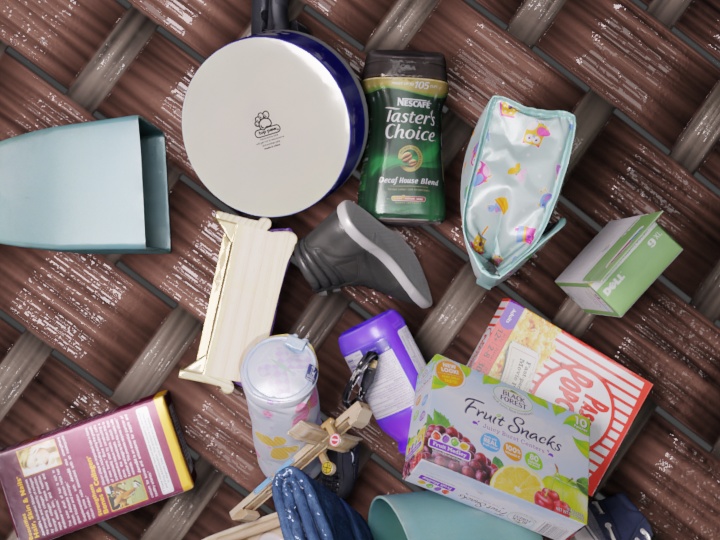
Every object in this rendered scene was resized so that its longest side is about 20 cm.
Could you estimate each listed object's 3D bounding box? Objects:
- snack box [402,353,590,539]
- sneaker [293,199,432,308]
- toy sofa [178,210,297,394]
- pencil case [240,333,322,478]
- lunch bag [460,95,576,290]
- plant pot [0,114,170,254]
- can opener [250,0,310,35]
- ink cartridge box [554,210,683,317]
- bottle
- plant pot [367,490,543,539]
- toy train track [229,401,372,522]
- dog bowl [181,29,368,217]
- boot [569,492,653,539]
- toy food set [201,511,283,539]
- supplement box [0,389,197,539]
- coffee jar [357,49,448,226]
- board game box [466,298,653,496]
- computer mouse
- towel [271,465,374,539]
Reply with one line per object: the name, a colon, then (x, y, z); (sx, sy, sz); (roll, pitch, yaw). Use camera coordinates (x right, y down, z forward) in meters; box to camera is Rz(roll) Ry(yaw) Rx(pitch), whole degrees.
snack box: (0.152, 0.193, 1.302); (0.199, 0.053, 0.143); (23, 45, -12)
sneaker: (0.000, 0.000, 1.362); (0.099, 0.200, 0.071); (-29, 48, 21)
toy sofa: (-0.140, 0.037, 1.364); (0.097, 0.083, 0.202); (12, 87, -8)
pencil case: (-0.081, 0.155, 1.309); (0.082, 0.201, 0.091); (9, 52, 9)
lunch bag: (0.169, -0.078, 1.348); (0.121, 0.170, 0.202); (12, 88, 3)
plant pot: (-0.324, -0.086, 1.330); (0.198, 0.141, 0.143); (-3, 89, 3)
can opener: (-0.102, -0.312, 1.396); (0.063, 0.078, 0.202); (-6, 85, 34)
ink cartridge box: (0.294, -0.005, 1.341); (0.059, 0.200, 0.104); (44, 86, -2)
bottle: (0.051, 0.148, 1.377); (0.083, 0.065, 0.201); (-28, 90, 38)
plant pot: (0.114, 0.333, 1.325); (0.160, 0.200, 0.202); (-10, 89, -16)
toy train track: (-0.061, 0.216, 1.288); (0.200, 0.114, 0.033); (-42, 55, 17)
dog bowl: (-0.095, -0.163, 1.331); (0.198, 0.079, 0.202); (4, 105, 13)
boot: (0.298, 0.321, 1.340); (0.090, 0.200, 0.073); (-19, 122, -6)
toy food set: (-0.109, 0.354, 1.322); (0.199, 0.060, 0.144); (-27, 90, 39)
supplement box: (-0.295, 0.220, 1.344); (0.199, 0.086, 0.111); (-19, 90, -5)
coffee jar: (0.049, -0.154, 1.383); (0.103, 0.085, 0.202); (1, 88, -4)
board game box: (0.219, 0.148, 1.407); (0.199, 0.046, 0.152); (30, 86, -3)
computer mouse: (-0.007, 0.184, 1.353); (0.034, 0.058, 0.201); (27, 116, 26)
towel: (-0.027, 0.283, 1.275); (0.048, 0.200, 0.112); (-27, 56, 9)
